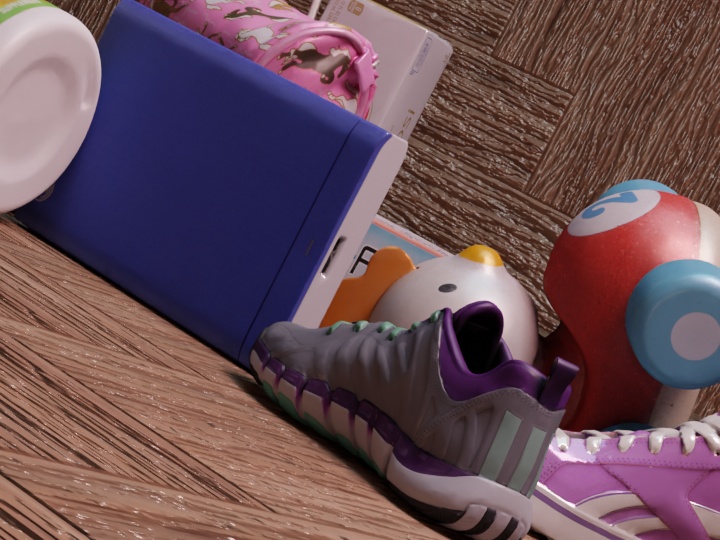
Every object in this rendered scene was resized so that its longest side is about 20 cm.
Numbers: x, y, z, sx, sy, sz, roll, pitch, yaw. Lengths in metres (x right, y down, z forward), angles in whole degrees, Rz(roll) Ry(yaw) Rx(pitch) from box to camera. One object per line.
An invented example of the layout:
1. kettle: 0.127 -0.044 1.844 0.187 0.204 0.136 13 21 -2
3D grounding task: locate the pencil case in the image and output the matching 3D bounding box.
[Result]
1. pencil case: -0.063 -0.126 1.274 0.086 0.083 0.200 27 6 -33

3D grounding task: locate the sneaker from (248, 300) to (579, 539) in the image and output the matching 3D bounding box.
1. sneaker: 0.026 0.046 0.975 0.074 0.088 0.200 25 4 -37

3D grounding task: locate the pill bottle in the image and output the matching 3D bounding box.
1. pill bottle: -0.242 -0.119 1.159 0.200 0.111 0.111 29 3 25

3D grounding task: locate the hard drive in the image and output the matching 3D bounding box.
1. hard drive: -0.080 -0.045 1.133 0.200 0.132 0.025 30 4 37

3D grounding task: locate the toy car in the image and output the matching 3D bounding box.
1. toy car: 0.078 0.028 1.170 0.200 0.177 0.184 15 16 -7

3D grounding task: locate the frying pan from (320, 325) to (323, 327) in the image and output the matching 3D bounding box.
1. frying pan: -0.045 0.022 1.277 0.115 0.031 0.190 30 0 -6

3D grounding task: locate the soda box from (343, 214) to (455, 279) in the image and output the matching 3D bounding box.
1. soda box: 0.000 0.000 1.240 0.200 0.064 0.068 27 4 -44

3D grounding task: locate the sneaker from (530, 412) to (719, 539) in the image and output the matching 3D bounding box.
1. sneaker: 0.140 0.087 1.057 0.200 0.114 0.073 26 5 -7

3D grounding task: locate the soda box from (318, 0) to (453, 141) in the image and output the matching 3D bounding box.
1. soda box: -0.023 -0.066 1.363 0.068 0.200 0.064 28 3 17

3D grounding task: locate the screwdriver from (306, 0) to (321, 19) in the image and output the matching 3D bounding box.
1. screwdriver: -0.057 -0.079 1.319 0.028 0.200 0.029 16 -7 19
